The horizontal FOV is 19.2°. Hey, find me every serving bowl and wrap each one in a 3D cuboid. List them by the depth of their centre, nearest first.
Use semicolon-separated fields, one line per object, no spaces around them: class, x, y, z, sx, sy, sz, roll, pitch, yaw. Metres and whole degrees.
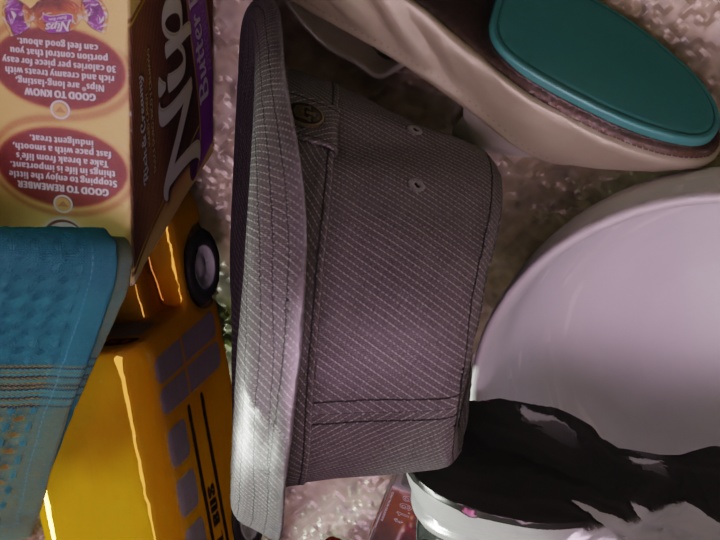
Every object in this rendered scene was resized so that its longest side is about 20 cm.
serving bowl;0.143;0.042;0.791;0.198;0.066;0.202;7;123;11

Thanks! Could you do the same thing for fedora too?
fedora;0.000;0.000;0.742;0.089;0.200;0.179;3;116;-5

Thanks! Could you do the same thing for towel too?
towel;-0.185;0.038;0.701;0.198;0.022;0.147;3;131;-30

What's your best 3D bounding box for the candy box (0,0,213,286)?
candy box;-0.089;-0.110;0.738;0.056;0.117;0.202;5;117;8

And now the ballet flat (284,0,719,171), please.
ballet flat;0.034;-0.084;0.761;0.199;0.070;0.070;33;119;-2

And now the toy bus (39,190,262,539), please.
toy bus;-0.087;0.072;0.829;0.064;0.078;0.202;-1;110;22

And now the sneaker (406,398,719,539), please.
sneaker;0.112;0.111;0.767;0.198;0.081;0.087;18;132;16

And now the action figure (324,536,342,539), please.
action figure;-0.067;0.195;0.930;0.065;0.052;0.201;21;121;-5

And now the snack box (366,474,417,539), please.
snack box;0.017;0.176;0.913;0.071;0.024;0.201;20;119;-1
